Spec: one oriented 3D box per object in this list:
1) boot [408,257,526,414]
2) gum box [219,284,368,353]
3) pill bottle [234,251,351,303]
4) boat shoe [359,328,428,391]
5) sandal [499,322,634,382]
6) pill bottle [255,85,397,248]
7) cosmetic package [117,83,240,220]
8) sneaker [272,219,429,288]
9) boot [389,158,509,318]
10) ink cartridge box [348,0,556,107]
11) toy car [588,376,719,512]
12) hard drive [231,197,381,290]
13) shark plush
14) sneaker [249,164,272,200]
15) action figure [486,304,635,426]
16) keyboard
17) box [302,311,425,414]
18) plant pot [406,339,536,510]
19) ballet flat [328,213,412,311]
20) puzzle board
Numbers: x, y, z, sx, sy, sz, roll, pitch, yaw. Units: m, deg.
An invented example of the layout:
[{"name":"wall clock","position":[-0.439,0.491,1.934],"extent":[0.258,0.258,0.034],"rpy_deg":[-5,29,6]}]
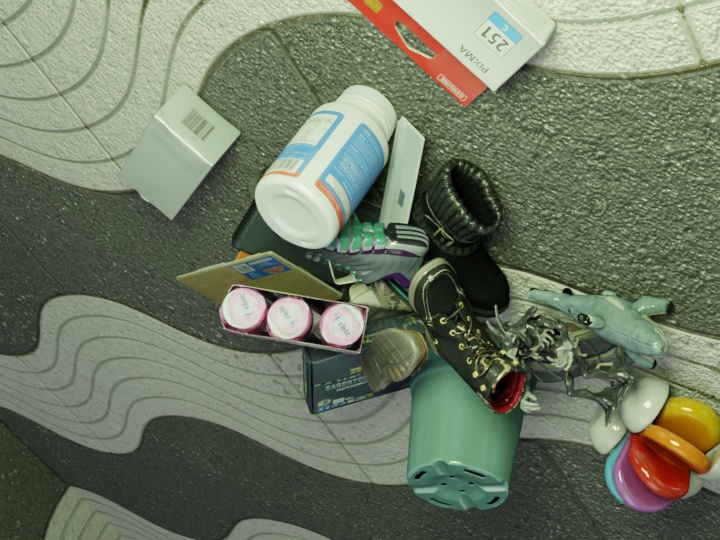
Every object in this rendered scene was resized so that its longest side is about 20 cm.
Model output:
[{"name":"boot","position":[0.135,0.085,1.222],"extent":[0.151,0.073,0.201],"rpy_deg":[47,163,36]},{"name":"gum box","position":[-0.094,0.068,1.355],"extent":[0.198,0.067,0.114],"rpy_deg":[10,174,-2]},{"name":"pill bottle","position":[-0.103,0.028,1.520],"extent":[0.199,0.107,0.107],"rpy_deg":[27,146,10]},{"name":"boat shoe","position":[0.058,0.117,1.372],"extent":[0.076,0.071,0.200],"rpy_deg":[68,159,7]},{"name":"sandal","position":[0.290,0.105,1.334],"extent":[0.199,0.057,0.080],"rpy_deg":[-8,121,26]},{"name":"pill bottle","position":[-0.033,-0.131,1.178],"extent":[0.111,0.201,0.113],"rpy_deg":[22,145,17]},{"name":"cosmetic package","position":[-0.272,-0.170,1.442],"extent":[0.113,0.081,0.200],"rpy_deg":[41,147,-10]},{"name":"sneaker","position":[-0.016,-0.018,1.231],"extent":[0.198,0.075,0.088],"rpy_deg":[9,119,-2]},{"name":"boot","position":[0.146,-0.035,1.256],"extent":[0.211,0.080,0.158],"rpy_deg":[41,146,-10]},{"name":"ink cartridge box","position":[0.082,-0.272,1.049],"extent":[0.200,0.045,0.176],"rpy_deg":[40,145,-8]},{"name":"toy car","position":[0.407,0.258,1.335],"extent":[0.174,0.150,0.200],"rpy_deg":[33,146,1]},{"name":"hard drive","position":[-0.060,-0.053,1.340],"extent":[0.199,0.033,0.140],"rpy_deg":[20,128,-24]},{"name":"shark plush","position":[0.305,0.051,1.229],"extent":[0.199,0.083,0.091],"rpy_deg":[36,118,29]},{"name":"sneaker","position":[-0.063,-0.075,1.386],"extent":[0.200,0.076,0.114],"rpy_deg":[50,150,-13]},{"name":"action figure","position":[0.250,0.121,1.261],"extent":[0.199,0.102,0.119],"rpy_deg":[25,132,5]},{"name":"keyboard","position":[0.050,-0.097,1.252],"extent":[0.056,0.011,0.201],"rpy_deg":[47,141,38]},{"name":"box","position":[0.009,0.141,1.506],"extent":[0.158,0.198,0.051],"rpy_deg":[93,158,-51]},{"name":"plant pot","position":[0.153,0.231,1.430],"extent":[0.198,0.197,0.201],"rpy_deg":[8,142,6]},{"name":"ballet flat","position":[0.000,0.000,1.324],"extent":[0.200,0.075,0.068],"rpy_deg":[55,180,-36]},{"name":"puzzle board","position":[-0.147,0.021,1.409],"extent":[0.199,0.018,0.150],"rpy_deg":[-14,146,39]}]
